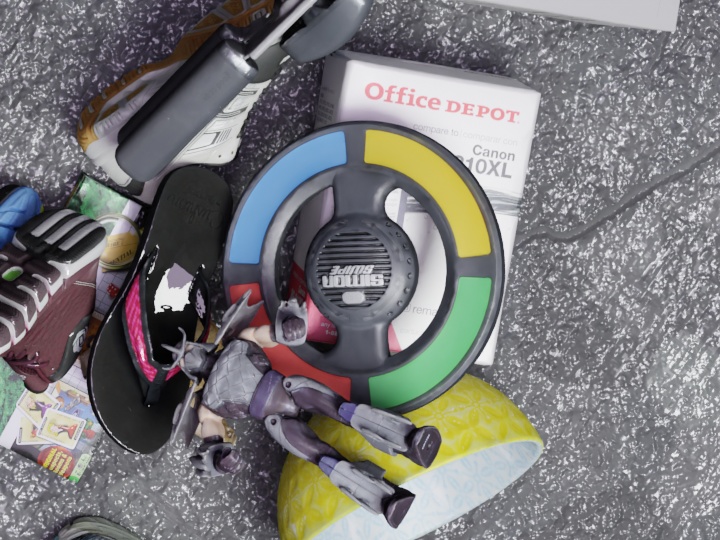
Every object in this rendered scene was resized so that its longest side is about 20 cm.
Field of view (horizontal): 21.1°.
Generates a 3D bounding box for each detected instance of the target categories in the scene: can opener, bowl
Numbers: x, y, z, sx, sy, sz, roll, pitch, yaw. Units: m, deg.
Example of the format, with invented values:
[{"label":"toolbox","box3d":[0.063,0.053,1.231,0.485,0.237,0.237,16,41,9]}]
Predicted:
[{"label":"can opener","box3d":[-0.075,-0.126,1.274,0.067,0.053,0.200,39,110,-22]},{"label":"bowl","box3d":[0.019,0.122,1.377,0.199,0.200,0.108,-24,72,-6]}]

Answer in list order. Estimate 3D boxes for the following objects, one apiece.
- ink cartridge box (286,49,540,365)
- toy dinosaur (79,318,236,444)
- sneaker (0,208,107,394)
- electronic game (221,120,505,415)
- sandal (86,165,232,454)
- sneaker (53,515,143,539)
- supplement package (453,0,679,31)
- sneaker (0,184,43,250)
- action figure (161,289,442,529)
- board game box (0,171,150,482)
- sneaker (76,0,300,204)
[{"label":"ink cartridge box","box3d":[0.035,-0.046,1.381,0.144,0.084,0.201,8,98,-12]},{"label":"toy dinosaur","box3d":[-0.145,0.052,1.367,0.101,0.058,0.201,-19,104,-24]},{"label":"sneaker","box3d":[-0.240,0.054,1.293,0.200,0.075,0.116,-38,144,-37]},{"label":"electronic game","box3d":[0.000,0.000,1.295,0.199,0.042,0.202,-1,88,18]},{"label":"sandal","box3d":[-0.132,0.026,1.313,0.075,0.045,0.201,17,87,-30]},{"label":"sneaker","box3d":[-0.132,0.249,1.400,0.199,0.086,0.078,21,96,-14]},{"label":"supplement package","box3d":[0.113,-0.238,1.321,0.199,0.120,0.122,4,98,-28]},{"label":"sneaker","box3d":[-0.298,0.011,1.329,0.083,0.071,0.200,35,75,29]},{"label":"action figure","box3d":[-0.046,0.088,1.257,0.199,0.069,0.131,26,95,18]},{"label":"board game box","box3d":[-0.201,0.042,1.383,0.104,0.023,0.201,28,94,-13]},{"label":"sneaker","box3d":[-0.098,-0.123,1.348,0.199,0.076,0.088,-32,117,13]}]
